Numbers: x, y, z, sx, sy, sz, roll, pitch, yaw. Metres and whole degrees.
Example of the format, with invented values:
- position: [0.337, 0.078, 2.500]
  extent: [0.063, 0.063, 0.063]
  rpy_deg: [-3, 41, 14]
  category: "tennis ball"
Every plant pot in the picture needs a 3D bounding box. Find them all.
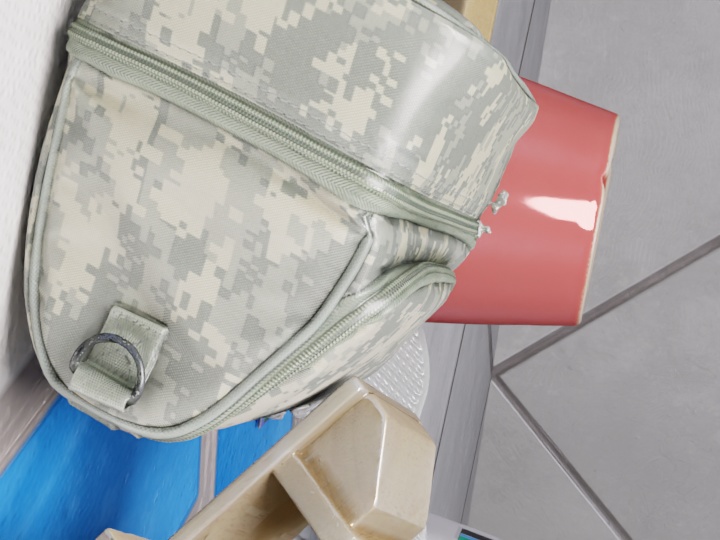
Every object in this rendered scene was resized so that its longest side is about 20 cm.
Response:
- position: [0.074, -0.049, 1.011]
  extent: [0.200, 0.176, 0.202]
  rpy_deg: [12, 90, -81]
  category: "plant pot"

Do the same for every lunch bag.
- position: [-0.031, -0.024, 0.547]
  extent: [0.169, 0.139, 0.200]
  rpy_deg: [-62, 170, 4]
  category: "lunch bag"

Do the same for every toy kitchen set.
- position: [0.004, 0.163, 0.524]
  extent: [0.163, 0.181, 0.200]
  rpy_deg: [-43, 154, 4]
  category: "toy kitchen set"

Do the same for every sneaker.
- position: [0.000, 0.116, 1.085]
  extent: [0.079, 0.078, 0.202]
  rpy_deg: [-24, -120, 56]
  category: "sneaker"

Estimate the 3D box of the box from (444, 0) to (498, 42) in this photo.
- position: [0.007, -0.093, 0.720]
  extent: [0.163, 0.021, 0.201]
  rpy_deg: [-4, -109, 58]
  category: "box"

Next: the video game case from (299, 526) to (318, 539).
- position: [-0.004, 0.109, 1.208]
  extent: [0.182, 0.023, 0.202]
  rpy_deg: [33, 68, -81]
  category: "video game case"

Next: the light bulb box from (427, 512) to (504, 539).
- position: [0.055, 0.303, 1.184]
  extent: [0.125, 0.197, 0.201]
  rpy_deg: [-7, 116, -82]
  category: "light bulb box"

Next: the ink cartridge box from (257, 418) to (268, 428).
- position: [0.000, 0.000, 0.867]
  extent: [0.119, 0.042, 0.201]
  rpy_deg: [-45, 160, -45]
  category: "ink cartridge box"
